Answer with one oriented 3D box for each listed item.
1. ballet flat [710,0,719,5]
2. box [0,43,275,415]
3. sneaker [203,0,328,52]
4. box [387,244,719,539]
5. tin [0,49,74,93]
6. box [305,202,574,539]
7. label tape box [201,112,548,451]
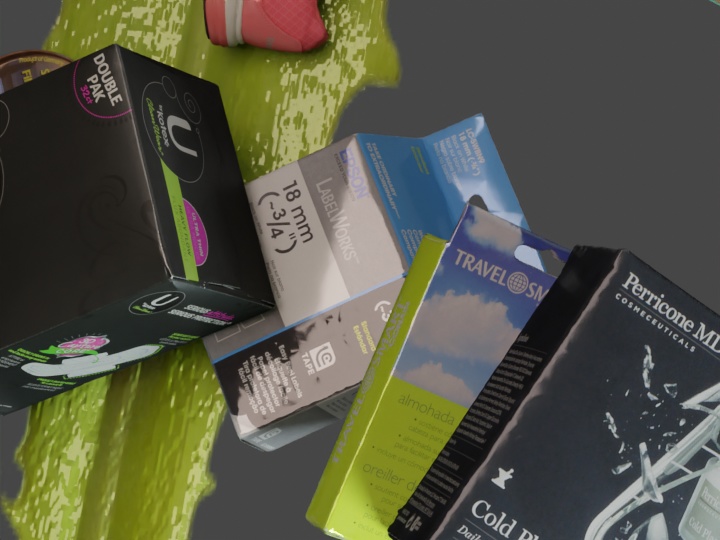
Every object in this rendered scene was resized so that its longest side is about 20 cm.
[{"bbox_3d":[0.278,-0.223,1.692,0.200,0.068,0.072,-44,90,2],"label":"ballet flat"},{"bbox_3d":[-0.176,-0.020,1.676,0.200,0.124,0.149,-21,73,22],"label":"box"},{"bbox_3d":[-0.033,-0.226,1.781,0.087,0.074,0.201,15,85,5],"label":"sneaker"},{"bbox_3d":[0.154,0.121,1.569,0.200,0.124,0.197,34,85,-7],"label":"box"},{"bbox_3d":[-0.190,-0.038,1.787,0.112,0.042,0.201,-19,73,15],"label":"tin"},{"bbox_3d":[0.063,0.073,1.640,0.122,0.048,0.201,23,90,-19],"label":"box"},{"bbox_3d":[0.000,0.000,1.710,0.200,0.063,0.145,-25,72,9],"label":"label tape box"}]
